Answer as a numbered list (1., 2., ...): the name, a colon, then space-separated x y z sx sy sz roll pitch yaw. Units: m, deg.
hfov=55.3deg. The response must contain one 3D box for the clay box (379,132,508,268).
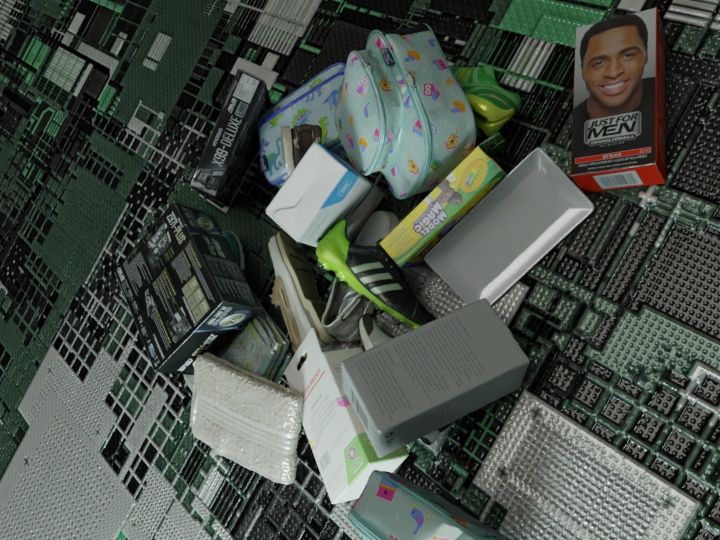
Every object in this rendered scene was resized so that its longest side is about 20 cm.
1. clay box: 0.122 -0.087 0.889 0.200 0.115 0.048 -44 78 15

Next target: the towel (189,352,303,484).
1. towel: -0.166 0.205 0.971 0.198 0.034 0.135 16 107 31

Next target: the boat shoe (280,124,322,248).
1. boat shoe: -0.081 -0.123 1.027 0.059 0.202 0.072 -9 36 -9

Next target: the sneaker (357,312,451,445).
1. sneaker: 0.061 0.130 0.899 0.079 0.074 0.201 -35 55 -3

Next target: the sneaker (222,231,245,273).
1. sneaker: -0.253 0.028 1.137 0.077 0.079 0.203 16 83 37

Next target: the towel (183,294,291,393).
1. towel: -0.192 0.145 1.062 0.171 0.048 0.201 46 113 40

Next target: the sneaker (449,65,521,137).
1. sneaker: 0.151 -0.251 0.968 0.083 0.075 0.200 -26 46 -14

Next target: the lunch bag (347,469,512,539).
1. lunch bag: 0.083 0.290 0.744 0.159 0.200 0.078 21 75 37

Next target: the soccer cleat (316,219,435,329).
1. soccer cleat: 0.032 0.010 0.911 0.199 0.068 0.081 36 85 4

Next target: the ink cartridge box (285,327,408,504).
1. ink cartridge box: -0.025 0.185 0.907 0.118 0.067 0.202 -56 48 41

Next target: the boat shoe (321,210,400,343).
1. boat shoe: 0.000 0.000 0.974 0.070 0.069 0.202 10 75 38

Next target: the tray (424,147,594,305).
1. tray: 0.185 -0.048 0.869 0.107 0.022 0.200 45 104 -3

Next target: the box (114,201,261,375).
1. box: -0.267 0.029 1.044 0.164 0.086 0.201 -44 60 18

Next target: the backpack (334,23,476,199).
1. backpack: 0.059 -0.200 0.915 0.201 0.152 0.176 59 153 19

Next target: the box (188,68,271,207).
1. box: -0.211 -0.214 1.147 0.049 0.158 0.202 23 88 -3

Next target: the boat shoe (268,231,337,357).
1. boat shoe: -0.103 0.034 1.032 0.068 0.075 0.202 -35 61 17

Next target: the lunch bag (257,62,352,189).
1. lunch bag: -0.072 -0.224 1.097 0.198 0.082 0.163 -24 59 25

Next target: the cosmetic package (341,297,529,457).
1. cosmetic package: 0.086 0.124 0.810 0.198 0.072 0.102 -22 55 -14

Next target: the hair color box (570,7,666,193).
1. hair color box: 0.313 -0.203 0.833 0.100 0.061 0.203 -5 71 34

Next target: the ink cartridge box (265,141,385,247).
1. ink cartridge box: -0.036 -0.093 0.968 0.067 0.200 0.116 39 99 19
